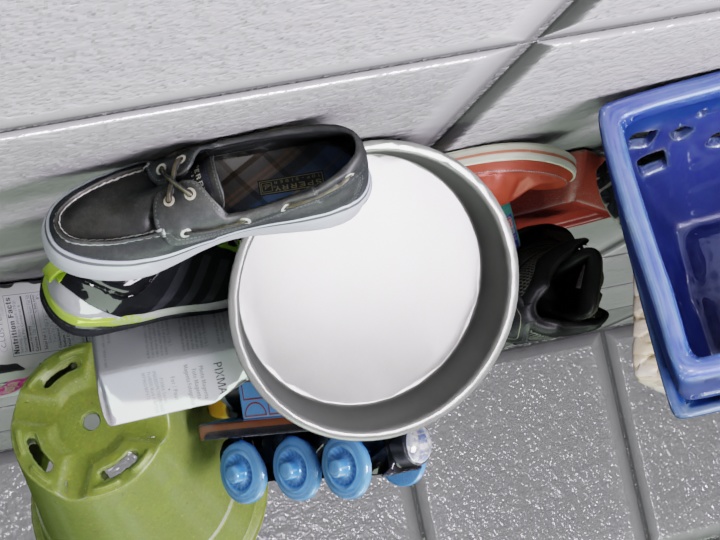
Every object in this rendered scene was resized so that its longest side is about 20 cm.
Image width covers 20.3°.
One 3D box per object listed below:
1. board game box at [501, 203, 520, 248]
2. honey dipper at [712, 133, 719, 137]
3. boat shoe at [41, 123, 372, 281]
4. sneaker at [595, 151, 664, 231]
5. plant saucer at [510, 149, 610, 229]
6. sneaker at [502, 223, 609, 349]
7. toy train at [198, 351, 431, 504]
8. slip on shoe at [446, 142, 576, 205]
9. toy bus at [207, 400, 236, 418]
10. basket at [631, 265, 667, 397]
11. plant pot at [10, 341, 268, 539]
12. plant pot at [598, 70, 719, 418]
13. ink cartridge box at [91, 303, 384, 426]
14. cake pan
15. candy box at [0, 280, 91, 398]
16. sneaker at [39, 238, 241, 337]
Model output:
[{"bbox_3d":[0.000,0.000,1.489,0.198,0.045,0.152,-8,-164,27],"label":"board game box"},{"bbox_3d":[0.314,-0.105,1.513,0.038,0.038,0.199,-17,174,35],"label":"honey dipper"},{"bbox_3d":[-0.090,-0.047,1.176,0.198,0.069,0.057,-13,155,-8],"label":"boat shoe"},{"bbox_3d":[0.249,-0.012,1.510,0.077,0.200,0.087,-35,149,-15],"label":"sneaker"},{"bbox_3d":[0.113,-0.047,1.625,0.198,0.037,0.200,-15,172,18],"label":"plant saucer"},{"bbox_3d":[0.149,0.009,1.529,0.113,0.077,0.199,-9,-171,27],"label":"sneaker"},{"bbox_3d":[-0.031,0.104,1.445,0.199,0.116,0.086,-8,179,43],"label":"toy train"},{"bbox_3d":[0.060,-0.049,1.409,0.198,0.062,0.074,-11,172,-20],"label":"slip on shoe"},{"bbox_3d":[-0.018,0.071,1.545,0.198,0.079,0.065,-1,-156,6],"label":"toy bus"},{"bbox_3d":[0.324,0.002,1.654,0.198,0.200,0.161,-3,171,22],"label":"basket"},{"bbox_3d":[-0.184,0.143,1.554,0.198,0.202,0.190,-12,155,3],"label":"plant pot"},{"bbox_3d":[0.275,-0.014,1.350,0.198,0.202,0.180,-13,161,1],"label":"plant pot"},{"bbox_3d":[-0.091,0.025,1.416,0.198,0.058,0.163,-8,-146,-6],"label":"ink cartridge box"},{"bbox_3d":[0.006,0.011,1.319,0.198,0.202,0.037,-10,-162,-15],"label":"cake pan"},{"bbox_3d":[-0.254,0.055,1.646,0.199,0.072,0.167,-8,171,-36],"label":"candy box"},{"bbox_3d":[-0.119,-0.013,1.332,0.199,0.072,0.083,-22,154,-33],"label":"sneaker"}]
